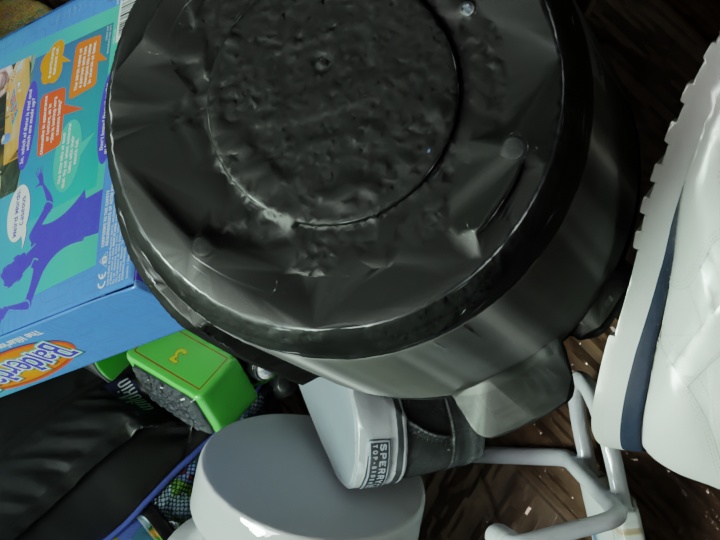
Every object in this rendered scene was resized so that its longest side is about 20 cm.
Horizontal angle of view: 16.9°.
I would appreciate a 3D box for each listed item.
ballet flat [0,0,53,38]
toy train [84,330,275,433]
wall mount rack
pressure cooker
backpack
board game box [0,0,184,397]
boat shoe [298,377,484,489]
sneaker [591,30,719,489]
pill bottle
[{"bbox_3d":[-0.130,-0.065,1.120,0.200,0.071,0.071,38,131,28],"label":"ballet flat"},{"bbox_3d":[-0.114,0.015,1.073,0.200,0.056,0.042,26,156,39],"label":"toy train"},{"bbox_3d":[0.076,0.139,1.000,0.174,0.074,0.200,-135,32,-78],"label":"wall mount rack"},{"bbox_3d":[0.015,-0.039,0.889,0.178,0.200,0.176,17,86,16],"label":"pressure cooker"},{"bbox_3d":[-0.141,0.115,1.110,0.183,0.200,0.147,20,140,37],"label":"backpack"},{"bbox_3d":[-0.137,-0.030,1.021,0.200,0.045,0.152,-19,58,41],"label":"board game box"},{"bbox_3d":[0.001,-0.002,1.013,0.074,0.068,0.200,104,152,-47],"label":"boat shoe"},{"bbox_3d":[0.144,-0.009,0.873,0.080,0.076,0.200,23,127,22],"label":"sneaker"},{"bbox_3d":[-0.038,0.169,1.023,0.116,0.116,0.200,31,122,33],"label":"pill bottle"}]
